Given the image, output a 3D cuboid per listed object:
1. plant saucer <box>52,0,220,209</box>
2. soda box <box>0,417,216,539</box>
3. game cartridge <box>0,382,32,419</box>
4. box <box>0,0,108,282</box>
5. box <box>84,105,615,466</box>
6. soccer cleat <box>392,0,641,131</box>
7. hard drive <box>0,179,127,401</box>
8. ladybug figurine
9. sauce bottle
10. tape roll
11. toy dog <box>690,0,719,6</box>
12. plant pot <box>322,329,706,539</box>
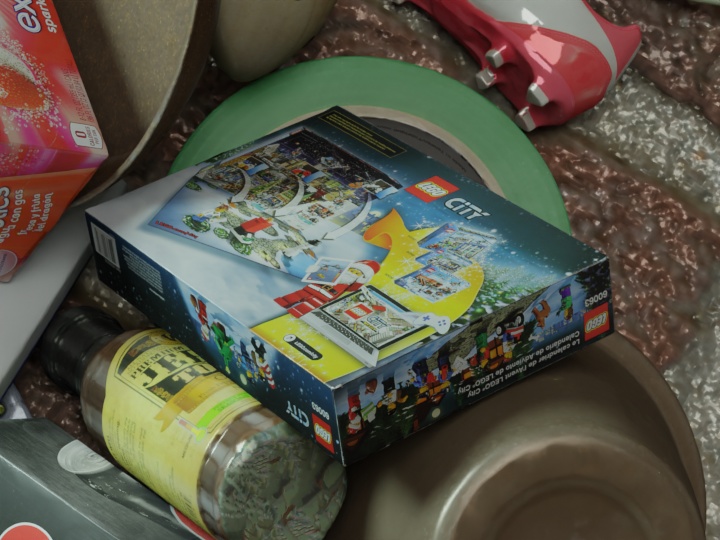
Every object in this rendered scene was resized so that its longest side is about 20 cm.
[{"bbox_3d":[-0.118,-0.126,1.052,0.036,0.200,0.202,6,66,-39],"label":"plant saucer"},{"bbox_3d":[-0.091,0.135,0.955,0.199,0.071,0.064,32,103,26],"label":"soda box"},{"bbox_3d":[-0.192,0.133,1.042,0.132,0.041,0.201,-15,73,-7],"label":"game cartridge"},{"bbox_3d":[-0.201,-0.103,1.042,0.099,0.096,0.201,7,49,-40],"label":"box"},{"bbox_3d":[-0.008,0.000,0.978,0.136,0.038,0.200,-23,33,-26],"label":"box"},{"bbox_3d":[0.053,-0.158,1.154,0.076,0.067,0.200,-38,81,-22],"label":"soccer cleat"},{"bbox_3d":[-0.208,0.008,1.055,0.131,0.025,0.201,24,53,6],"label":"hard drive"},{"bbox_3d":[-0.054,-0.186,1.110,0.071,0.136,0.201,-12,65,0],"label":"ladybug figurine"},{"bbox_3d":[-0.081,0.062,1.004,0.064,0.200,0.065,-12,112,-31],"label":"sauce bottle"},{"bbox_3d":[0.000,0.000,1.100,0.199,0.048,0.202,2,70,-5],"label":"tape roll"},{"bbox_3d":[0.151,-0.255,1.174,0.193,0.140,0.201,10,67,37],"label":"toy dog"},{"bbox_3d":[0.068,0.109,0.970,0.199,0.175,0.202,0,92,-10],"label":"plant pot"}]
